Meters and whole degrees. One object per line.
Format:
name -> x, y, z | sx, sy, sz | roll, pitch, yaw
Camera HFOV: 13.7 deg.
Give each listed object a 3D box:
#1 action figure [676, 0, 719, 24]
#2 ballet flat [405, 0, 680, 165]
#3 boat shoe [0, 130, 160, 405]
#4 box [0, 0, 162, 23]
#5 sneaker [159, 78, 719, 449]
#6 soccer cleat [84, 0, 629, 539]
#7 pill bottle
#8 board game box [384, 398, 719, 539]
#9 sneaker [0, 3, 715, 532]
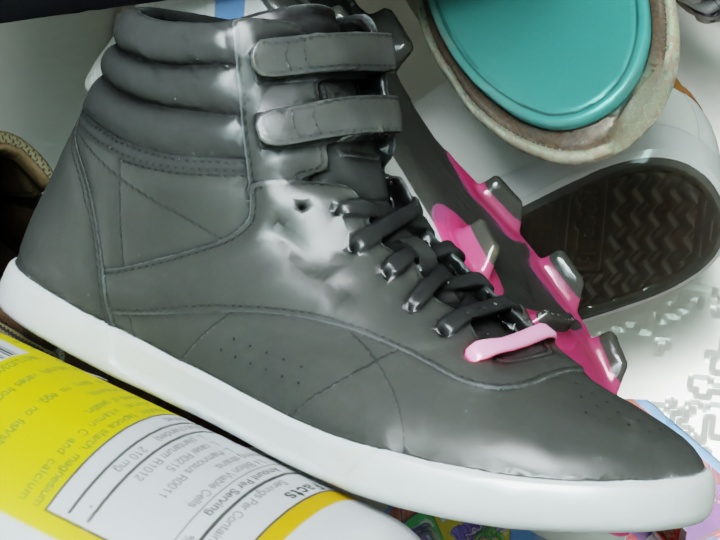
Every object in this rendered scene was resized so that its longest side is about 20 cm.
action figure -> 0.113, -0.113, 0.865 | 0.102, 0.119, 0.200 | -34, 76, -2
ballet flat -> 0.043, -0.085, 0.844 | 0.067, 0.062, 0.200 | -32, 45, 3
boat shoe -> -0.112, -0.010, 0.850 | 0.202, 0.075, 0.075 | 49, 120, 33
box -> -0.049, -0.179, 0.760 | 0.182, 0.104, 0.200 | -7, 71, 3
sneaker -> 0.010, -0.008, 0.879 | 0.200, 0.073, 0.085 | -17, 35, 10
soccer cleat -> 0.000, 0.000, 0.800 | 0.086, 0.070, 0.200 | -38, 75, 21
pill bottle -> -0.051, 0.088, 0.709 | 0.200, 0.104, 0.104 | 24, 76, 22
board game box -> 0.075, 0.129, 0.826 | 0.200, 0.039, 0.158 | 41, 81, 18
sneaker -> 0.002, -0.007, 0.719 | 0.200, 0.071, 0.099 | 22, 104, 29
